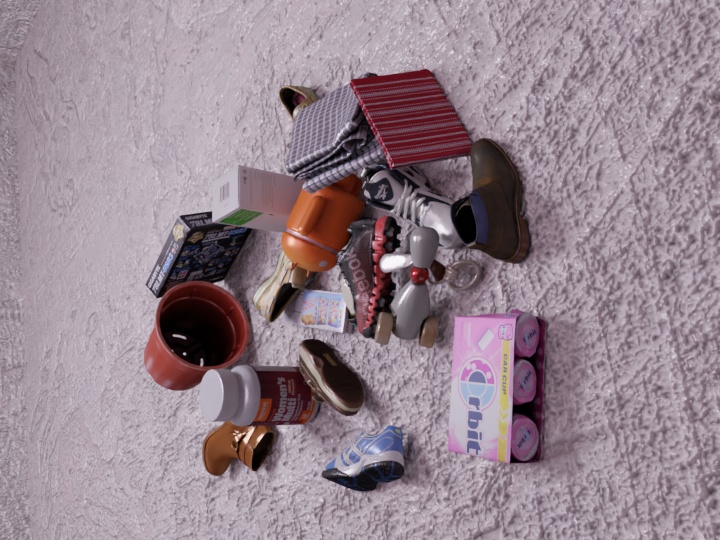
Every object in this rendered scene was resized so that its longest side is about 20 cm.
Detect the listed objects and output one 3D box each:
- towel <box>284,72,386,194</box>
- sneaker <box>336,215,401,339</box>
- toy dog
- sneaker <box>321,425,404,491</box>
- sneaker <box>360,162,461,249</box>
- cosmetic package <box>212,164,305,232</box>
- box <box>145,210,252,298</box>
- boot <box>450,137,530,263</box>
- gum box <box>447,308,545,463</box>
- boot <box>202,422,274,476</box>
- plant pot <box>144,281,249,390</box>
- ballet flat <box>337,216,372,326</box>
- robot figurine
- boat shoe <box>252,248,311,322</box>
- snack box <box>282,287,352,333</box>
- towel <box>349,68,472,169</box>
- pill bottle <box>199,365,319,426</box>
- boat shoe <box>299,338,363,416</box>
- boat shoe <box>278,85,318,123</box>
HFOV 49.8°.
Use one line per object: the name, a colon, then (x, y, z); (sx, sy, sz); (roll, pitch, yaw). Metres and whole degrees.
towel: (-0.038, -0.236, 1.307); (0.165, 0.086, 0.200); (-23, 35, 26)
sneaker: (0.007, 0.009, 1.256); (0.098, 0.071, 0.201); (7, 96, 18)
toy dog: (0.085, 0.026, 1.189); (0.200, 0.132, 0.096); (-58, 12, 18)
sneaker: (0.009, 0.310, 1.272); (0.200, 0.076, 0.077); (-30, 40, 46)
sneaker: (0.068, -0.105, 1.199); (0.080, 0.129, 0.199); (-58, 44, 31)
cosmetic package: (-0.163, -0.127, 1.442); (0.108, 0.200, 0.085); (-21, 66, 51)
box: (-0.336, -0.042, 1.653); (0.050, 0.200, 0.199); (45, 123, 20)
boot: (0.172, -0.108, 1.093); (0.075, 0.097, 0.200); (-37, 57, 43)
gum box: (0.186, 0.153, 1.059); (0.113, 0.066, 0.200); (-4, 81, 53)
boot: (-0.249, 0.366, 1.581); (0.155, 0.074, 0.200); (34, 114, 45)
plant pot: (-0.369, 0.156, 1.671); (0.195, 0.200, 0.201); (-44, 52, 48)
ballet flat: (0.000, 0.000, 1.320); (0.068, 0.068, 0.200); (-23, 67, 50)
robot figurine: (-0.066, -0.084, 1.367); (0.200, 0.116, 0.144); (-66, 23, 0)
boat shoe: (-0.123, 0.012, 1.462); (0.200, 0.072, 0.076); (-57, 44, 14)
snack box: (-0.080, 0.072, 1.447); (0.200, 0.024, 0.072); (3, 85, 52)
towel: (0.078, -0.239, 1.210); (0.023, 0.144, 0.200); (100, 153, -53)
pill bottle: (-0.182, 0.227, 1.410); (0.109, 0.200, 0.110); (-11, 76, 51)
boat shoe: (-0.054, 0.201, 1.363); (0.202, 0.075, 0.075); (51, 130, 55)
boat shoe: (-0.102, -0.297, 1.498); (0.200, 0.066, 0.074); (50, 123, 43)
